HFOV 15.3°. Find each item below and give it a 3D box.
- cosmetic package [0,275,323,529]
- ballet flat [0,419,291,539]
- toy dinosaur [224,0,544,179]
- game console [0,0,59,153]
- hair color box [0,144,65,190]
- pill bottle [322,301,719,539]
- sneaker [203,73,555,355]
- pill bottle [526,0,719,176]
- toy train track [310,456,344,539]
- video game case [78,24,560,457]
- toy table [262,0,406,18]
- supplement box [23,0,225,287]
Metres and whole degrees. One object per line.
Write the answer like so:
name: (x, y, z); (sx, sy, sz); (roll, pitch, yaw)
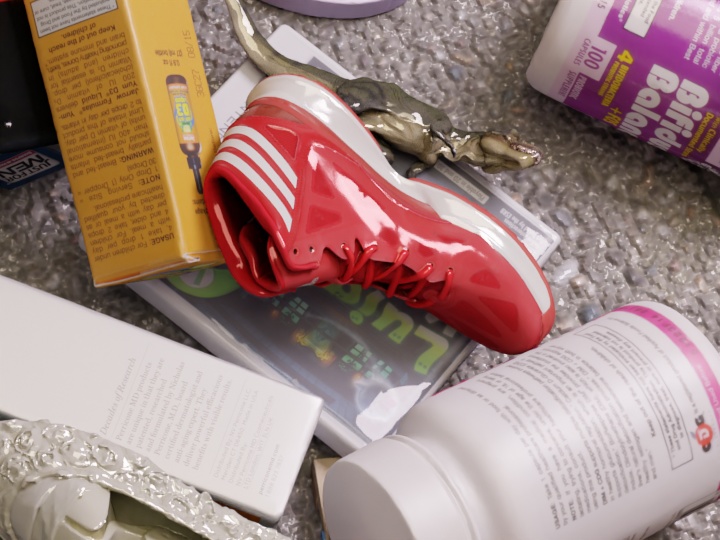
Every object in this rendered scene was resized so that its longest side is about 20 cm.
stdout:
cosmetic package: (-0.128, 0.075, 1.356); (0.200, 0.101, 0.071); (21, 67, 0)
ballet flat: (-0.105, 0.130, 1.281); (0.200, 0.072, 0.072); (22, 66, -3)
toy dinosaur: (-0.004, -0.080, 1.446); (0.200, 0.048, 0.088); (28, 46, 2)
game console: (-0.171, -0.153, 1.406); (0.200, 0.031, 0.177); (-16, 90, -54)
hair color box: (-0.234, -0.123, 1.380); (0.200, 0.060, 0.100); (23, 57, -45)
pill bottle: (0.088, 0.101, 1.361); (0.200, 0.113, 0.113); (-23, 73, -27)
sneaker: (0.000, 0.000, 1.366); (0.200, 0.078, 0.116); (37, 48, -3)
pill bottle: (0.202, -0.112, 1.484); (0.200, 0.112, 0.112); (25, 66, 2)
toy train track: (0.001, 0.192, 1.369); (0.114, 0.033, 0.200); (-5, 61, -11)
video game case: (-0.020, -0.016, 1.446); (0.200, 0.023, 0.182); (38, 62, 7)
toy table: (-0.043, -0.238, 1.492); (0.200, 0.117, 0.184); (22, 66, 1)
supplement box: (-0.120, -0.095, 1.366); (0.069, 0.067, 0.200); (-18, 85, 28)
